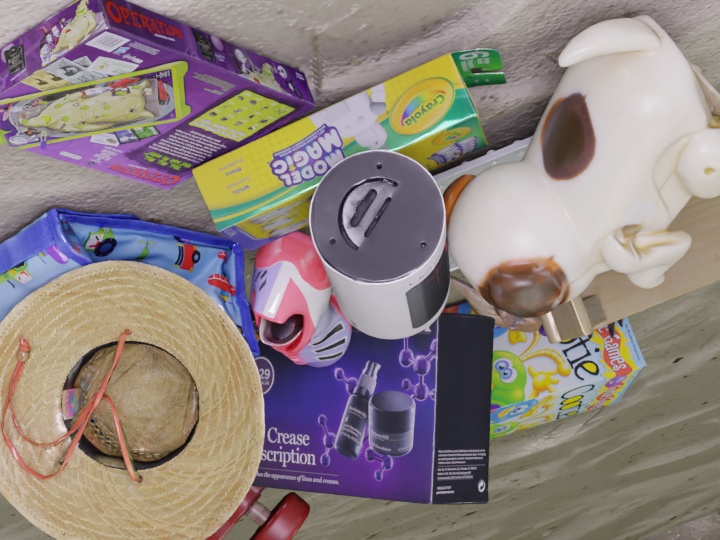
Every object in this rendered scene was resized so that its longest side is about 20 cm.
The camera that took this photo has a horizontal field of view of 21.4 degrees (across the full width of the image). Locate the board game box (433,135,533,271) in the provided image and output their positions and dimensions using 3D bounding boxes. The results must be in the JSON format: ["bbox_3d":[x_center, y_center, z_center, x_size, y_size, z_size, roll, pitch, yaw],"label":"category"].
[{"bbox_3d":[0.111,-0.062,1.403,0.199,0.026,0.200,-22,162,8],"label":"board game box"}]

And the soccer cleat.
[{"bbox_3d":[-0.047,0.033,1.332,0.066,0.077,0.200,22,159,10],"label":"soccer cleat"}]

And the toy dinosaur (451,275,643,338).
[{"bbox_3d":[0.161,0.018,1.596,0.199,0.086,0.136,-12,168,-4],"label":"toy dinosaur"}]

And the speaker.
[{"bbox_3d":[0.015,-0.012,1.174,0.081,0.082,0.200,-19,168,-1],"label":"speaker"}]

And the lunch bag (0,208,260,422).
[{"bbox_3d":[-0.192,0.026,1.281,0.150,0.095,0.199,-28,151,31],"label":"lunch bag"}]

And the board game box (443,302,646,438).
[{"bbox_3d":[0.137,0.082,1.706,0.199,0.105,0.103,-15,161,-14],"label":"board game box"}]

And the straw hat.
[{"bbox_3d":[-0.141,0.083,1.230,0.200,0.202,0.085,-25,178,18],"label":"straw hat"}]

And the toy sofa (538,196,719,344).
[{"bbox_3d":[0.223,-0.015,1.479,0.199,0.083,0.098,-20,180,-16],"label":"toy sofa"}]

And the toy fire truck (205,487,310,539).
[{"bbox_3d":[-0.075,0.153,1.677,0.200,0.112,0.168,-52,-177,8],"label":"toy fire truck"}]

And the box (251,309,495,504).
[{"bbox_3d":[0.001,0.102,1.463,0.199,0.142,0.079,0,174,40],"label":"box"}]

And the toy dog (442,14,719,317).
[{"bbox_3d":[0.147,-0.053,1.211,0.200,0.140,0.194,-43,151,12],"label":"toy dog"}]

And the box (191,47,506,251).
[{"bbox_3d":[0.003,-0.076,1.187,0.199,0.049,0.117,-26,172,4],"label":"box"}]

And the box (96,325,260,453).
[{"bbox_3d":[-0.154,0.103,1.409,0.119,0.201,0.041,-20,122,45],"label":"box"}]

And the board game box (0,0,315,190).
[{"bbox_3d":[-0.127,-0.096,1.072,0.120,0.032,0.200,-31,158,23],"label":"board game box"}]
